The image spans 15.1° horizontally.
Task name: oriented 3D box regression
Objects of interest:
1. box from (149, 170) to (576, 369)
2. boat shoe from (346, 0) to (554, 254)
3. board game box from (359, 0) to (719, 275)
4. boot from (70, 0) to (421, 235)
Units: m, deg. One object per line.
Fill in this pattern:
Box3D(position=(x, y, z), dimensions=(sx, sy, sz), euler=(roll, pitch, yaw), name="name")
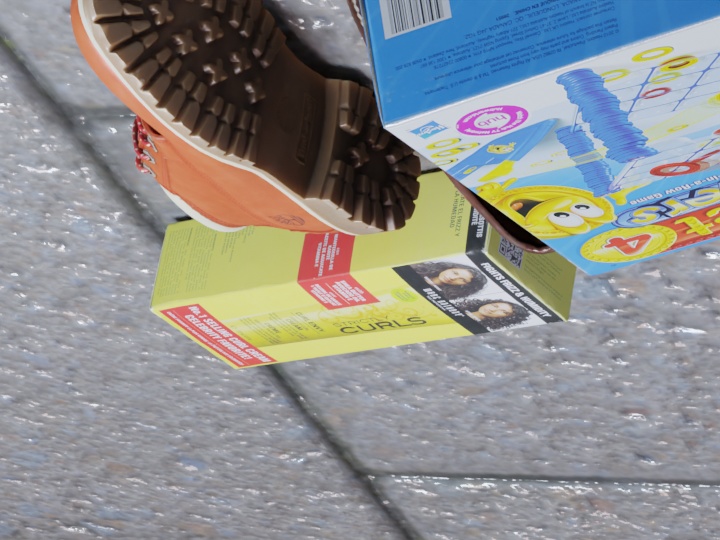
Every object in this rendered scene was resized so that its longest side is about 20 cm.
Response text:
Box3D(position=(0.000, 0.000, 1.278), dimensions=(0.200, 0.050, 0.075), euler=(-8, 148, 36), name="box")
Box3D(position=(0.046, -0.079, 1.081), dimensions=(0.070, 0.070, 0.200), euler=(-4, 149, 31), name="boat shoe")
Box3D(position=(0.132, -0.074, 0.968), dimensions=(0.200, 0.056, 0.196), euler=(-17, 158, 22), name="board game box")
Box3D(position=(-0.073, -0.068, 1.153), dimensions=(0.107, 0.075, 0.200), euler=(-3, 152, 38), name="boot")
